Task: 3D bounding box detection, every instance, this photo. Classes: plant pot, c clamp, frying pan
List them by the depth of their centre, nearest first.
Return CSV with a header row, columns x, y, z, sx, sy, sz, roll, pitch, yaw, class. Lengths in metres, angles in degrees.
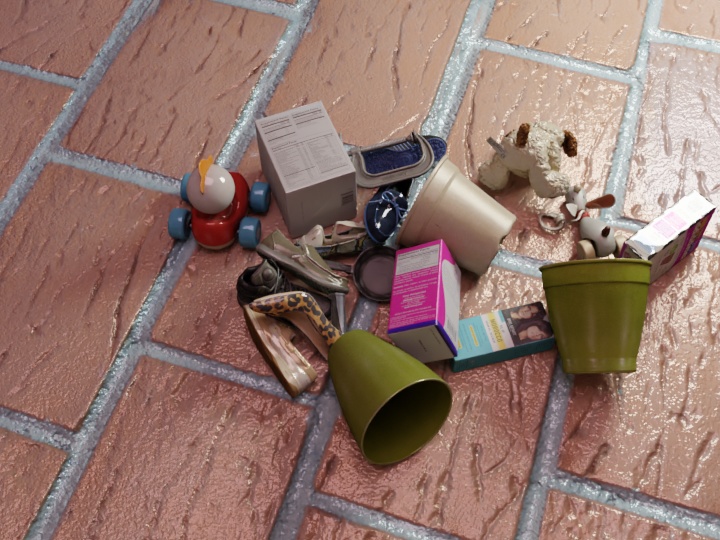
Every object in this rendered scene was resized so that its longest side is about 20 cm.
x,y,z,sx,sy,sz,roll,pitch,yaw,class
0.030,0.200,1.546,0.186,0.188,0.200,-28,47,-16,plant pot
0.423,0.088,1.579,0.197,0.200,0.196,-1,83,1,plant pot
0.193,-0.090,1.717,0.182,0.201,0.201,31,63,6,plant pot
0.005,0.015,1.725,0.187,0.031,0.116,-14,69,-5,frying pan
0.050,-0.241,1.805,0.197,0.027,0.173,-9,52,8,c clamp

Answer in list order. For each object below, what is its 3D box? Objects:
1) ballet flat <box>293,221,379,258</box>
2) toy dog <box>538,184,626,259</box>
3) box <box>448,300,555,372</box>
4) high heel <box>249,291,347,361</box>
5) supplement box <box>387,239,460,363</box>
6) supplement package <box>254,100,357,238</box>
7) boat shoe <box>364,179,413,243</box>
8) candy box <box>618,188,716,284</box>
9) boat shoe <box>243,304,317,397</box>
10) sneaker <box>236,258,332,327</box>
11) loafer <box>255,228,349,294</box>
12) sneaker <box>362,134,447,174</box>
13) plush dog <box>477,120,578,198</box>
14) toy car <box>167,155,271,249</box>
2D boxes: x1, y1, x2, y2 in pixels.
x,y,z,sx,sy,sz,roll,pitch,yaw,class
-0.060,-0.063,1.757,0.197,0.075,0.075,-10,58,-10,ballet flat
0.456,-0.102,1.749,0.131,0.097,0.200,-29,56,-18,toy dog
0.256,0.123,1.648,0.197,0.049,0.083,-13,58,-7,box
-0.106,0.113,1.606,0.198,0.071,0.145,1,79,-30,high heel
0.121,0.057,1.622,0.102,0.102,0.202,-13,45,25,supplement box
-0.110,-0.207,1.802,0.149,0.152,0.201,-19,59,-11,supplement package
0.059,-0.138,1.766,0.068,0.084,0.201,-29,31,35,boat shoe
0.581,-0.050,1.700,0.199,0.137,0.061,-34,61,-20,candy box
-0.149,0.138,1.638,0.069,0.074,0.201,-27,70,-20,boat shoe
-0.144,0.044,1.670,0.197,0.115,0.077,17,60,8,sneaker
-0.102,-0.018,1.683,0.198,0.075,0.070,29,77,5,loafer
0.087,-0.241,1.874,0.197,0.078,0.071,-10,102,7,sneaker
0.353,-0.255,1.825,0.198,0.162,0.172,12,34,25,plush dog
-0.288,-0.162,1.749,0.182,0.201,0.179,8,58,6,toy car
